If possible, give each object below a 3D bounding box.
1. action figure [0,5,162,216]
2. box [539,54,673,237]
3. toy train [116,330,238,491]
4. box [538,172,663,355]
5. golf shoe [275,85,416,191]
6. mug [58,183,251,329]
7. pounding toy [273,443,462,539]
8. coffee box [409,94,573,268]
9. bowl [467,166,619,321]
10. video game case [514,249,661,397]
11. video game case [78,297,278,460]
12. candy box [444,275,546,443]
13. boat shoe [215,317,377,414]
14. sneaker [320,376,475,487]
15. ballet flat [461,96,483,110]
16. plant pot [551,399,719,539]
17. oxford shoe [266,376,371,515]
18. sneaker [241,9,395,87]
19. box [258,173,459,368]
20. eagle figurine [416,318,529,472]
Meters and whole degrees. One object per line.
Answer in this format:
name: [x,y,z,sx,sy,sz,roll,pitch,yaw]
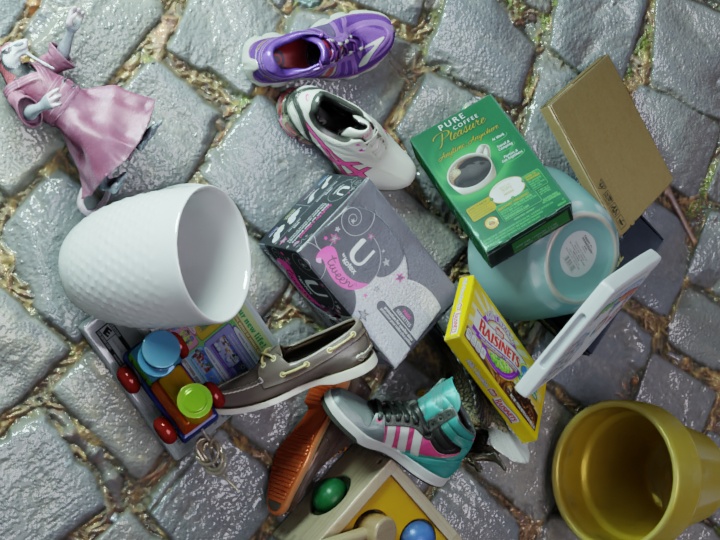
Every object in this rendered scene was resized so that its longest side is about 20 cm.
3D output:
action figure: [-0.320,-0.181,1.501,0.200,0.149,0.134,33,49,-9]
box: [0.330,-0.166,1.841,0.163,0.021,0.200,-41,105,-40]
toy train: [-0.182,0.154,1.526,0.085,0.116,0.200,-36,87,-18]
box: [0.299,-0.011,1.863,0.158,0.051,0.200,42,76,-26]
golf shoe: [-0.006,-0.151,1.660,0.200,0.092,0.073,30,80,-29]
mug: [-0.222,-0.026,1.514,0.148,0.175,0.200,64,33,-34]
pounding toy: [-0.002,0.325,1.682,0.184,0.142,0.200,-47,114,-17]
coffee box: [0.158,-0.111,1.688,0.123,0.200,0.044,-31,148,-3]
bowl: [0.244,-0.023,1.734,0.200,0.105,0.202,-8,106,-29]
video game case: [0.284,0.063,1.718,0.182,0.024,0.200,-55,165,27]
video game case: [-0.201,0.088,1.619,0.182,0.022,0.200,-40,111,-19]
candy box: [0.167,0.109,1.689,0.200,0.026,0.102,52,35,-32]
boat shoe: [-0.082,0.111,1.606,0.199,0.072,0.060,-18,109,2]
sneaker: [0.061,0.168,1.643,0.200,0.084,0.121,33,110,-26]
ballet flat: [0.198,-0.135,1.785,0.072,0.072,0.201,-35,110,-21]
plant pot: [0.392,0.276,1.875,0.188,0.200,0.202,7,92,-45]
oxford shoe: [-0.046,0.213,1.689,0.073,0.071,0.201,34,78,-31]
sneaker: [-0.039,-0.256,1.636,0.199,0.083,0.081,-20,105,-26]
box: [0.000,0.000,1.665,0.132,0.115,0.200,-47,114,-17]
eagle figurine: [0.141,0.148,1.754,0.150,0.152,0.201,5,98,-9]
